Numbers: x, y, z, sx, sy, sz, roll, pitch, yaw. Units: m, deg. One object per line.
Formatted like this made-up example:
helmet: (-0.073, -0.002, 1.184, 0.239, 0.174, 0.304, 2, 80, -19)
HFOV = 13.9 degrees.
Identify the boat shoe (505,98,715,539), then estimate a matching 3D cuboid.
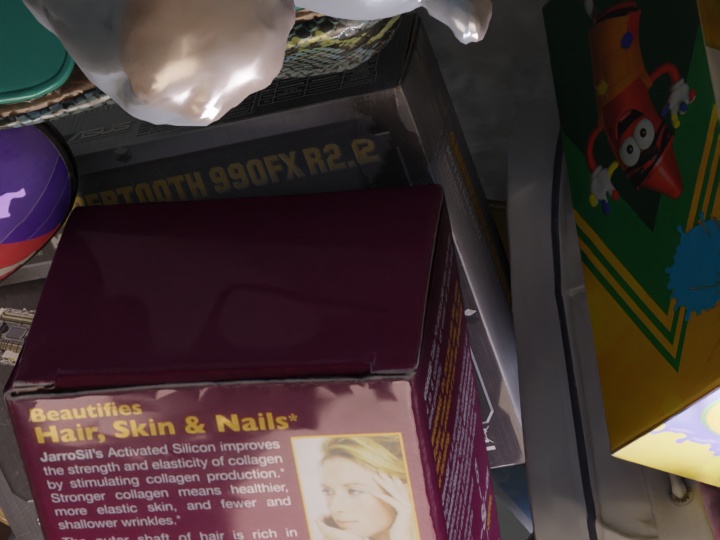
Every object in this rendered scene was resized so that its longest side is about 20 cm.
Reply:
boat shoe: (0.084, 0.021, 0.964, 0.065, 0.201, 0.072, -6, 134, 6)

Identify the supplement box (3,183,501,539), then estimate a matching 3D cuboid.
supplement box: (-0.026, 0.084, 0.970, 0.130, 0.103, 0.201, -2, 126, 10)

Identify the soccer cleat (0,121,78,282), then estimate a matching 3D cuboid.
soccer cleat: (-0.181, 0.004, 0.955, 0.199, 0.073, 0.068, -19, 112, 20)

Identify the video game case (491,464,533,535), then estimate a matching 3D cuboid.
video game case: (0.100, 0.062, 1.176, 0.142, 0.018, 0.200, -4, 146, 30)

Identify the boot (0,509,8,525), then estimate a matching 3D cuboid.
boot: (-0.088, 0.154, 1.144, 0.199, 0.156, 0.073, 19, 157, 19)

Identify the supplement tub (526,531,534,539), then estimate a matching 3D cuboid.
supplement tub: (0.086, 0.189, 1.148, 0.140, 0.200, 0.141, 13, 121, 23)

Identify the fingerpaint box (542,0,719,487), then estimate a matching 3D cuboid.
fingerpaint box: (0.162, -0.005, 0.951, 0.199, 0.168, 0.073, 17, 142, -35)

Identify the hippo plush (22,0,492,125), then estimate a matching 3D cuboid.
hippo plush: (-0.018, -0.098, 0.768, 0.160, 0.160, 0.200, 7, 134, -42)

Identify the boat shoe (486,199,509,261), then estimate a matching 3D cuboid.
boat shoe: (0.000, 0.000, 1.063, 0.199, 0.072, 0.076, -7, 139, 6)

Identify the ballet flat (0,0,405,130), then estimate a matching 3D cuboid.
ballet flat: (-0.078, -0.075, 0.909, 0.199, 0.075, 0.074, -5, 153, 10)

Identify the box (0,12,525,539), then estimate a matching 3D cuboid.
box: (-0.052, 0.008, 1.014, 0.199, 0.048, 0.159, -12, 122, 16)

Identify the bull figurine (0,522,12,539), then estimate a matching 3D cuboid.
bull figurine: (-0.183, 0.144, 1.317, 0.121, 0.065, 0.200, -12, 151, 21)

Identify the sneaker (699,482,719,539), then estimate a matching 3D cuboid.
sneaker: (0.127, 0.080, 1.003, 0.075, 0.201, 0.105, 32, 121, -21)

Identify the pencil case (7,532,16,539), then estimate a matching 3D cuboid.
pencil case: (-0.061, 0.163, 1.224, 0.199, 0.091, 0.083, 28, -168, 26)
